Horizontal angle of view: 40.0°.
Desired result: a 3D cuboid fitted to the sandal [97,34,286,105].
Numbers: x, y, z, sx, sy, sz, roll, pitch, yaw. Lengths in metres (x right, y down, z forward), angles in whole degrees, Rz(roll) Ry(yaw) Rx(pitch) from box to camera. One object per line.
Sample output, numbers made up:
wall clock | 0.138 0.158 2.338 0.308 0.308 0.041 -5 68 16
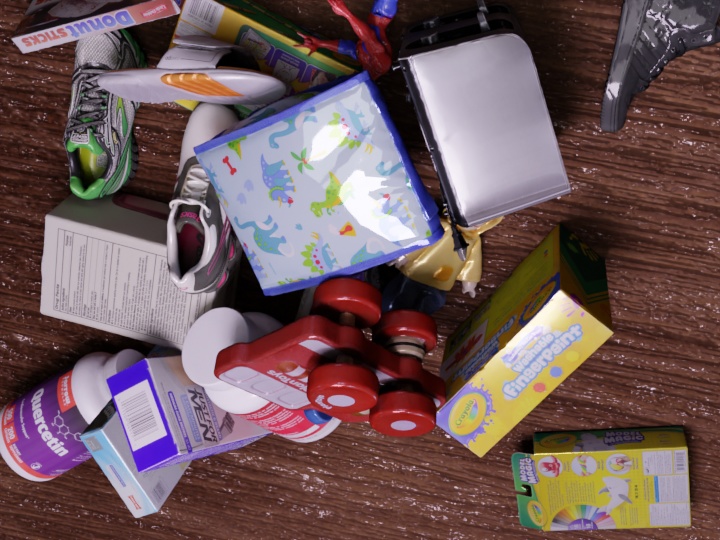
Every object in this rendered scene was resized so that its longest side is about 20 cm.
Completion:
sandal | -0.168 -0.201 0.963 0.206 0.079 0.060 6 83 24

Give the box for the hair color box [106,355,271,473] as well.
hair color box | -0.185 0.153 1.114 0.065 0.200 0.110 -26 78 20

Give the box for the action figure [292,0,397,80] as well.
action figure | 0.000 -0.263 0.936 0.099 0.065 0.201 12 100 -11

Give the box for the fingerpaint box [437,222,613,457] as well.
fingerpaint box | 0.169 0.071 1.038 0.073 0.167 0.200 37 116 -7

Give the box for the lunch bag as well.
lunch bag | -0.031 -0.085 0.935 0.200 0.127 0.171 -13 111 43

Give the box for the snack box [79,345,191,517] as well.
snack box | -0.233 0.174 1.147 0.037 0.200 0.116 -20 110 26

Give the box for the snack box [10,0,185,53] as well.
snack box | -0.258 -0.268 0.996 0.199 0.072 0.024 -7 139 25

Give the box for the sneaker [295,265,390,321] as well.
sneaker | 0.000 0.000 1.097 0.099 0.070 0.201 21 123 -4

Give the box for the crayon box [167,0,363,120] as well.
crayon box | -0.100 -0.200 1.023 0.199 0.058 0.119 26 117 -2

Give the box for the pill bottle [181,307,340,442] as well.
pill bottle | -0.102 0.113 1.090 0.112 0.113 0.200 -23 149 20

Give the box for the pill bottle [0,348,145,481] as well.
pill bottle | -0.345 0.173 1.219 0.200 0.113 0.113 -30 106 22

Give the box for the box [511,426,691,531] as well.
box | 0.282 0.248 1.167 0.199 0.048 0.118 -5 114 11

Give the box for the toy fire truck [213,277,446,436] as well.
toy fire truck | -0.021 0.102 0.972 0.168 0.113 0.200 -23 141 38

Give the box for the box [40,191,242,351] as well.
box | -0.244 -0.003 1.117 0.199 0.109 0.128 15 117 4

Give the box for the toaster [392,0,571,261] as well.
toaster | 0.116 -0.146 0.935 0.118 0.181 0.201 -16 110 13

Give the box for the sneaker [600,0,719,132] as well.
sneaker | 0.294 -0.221 0.934 0.104 0.060 0.201 12 113 11

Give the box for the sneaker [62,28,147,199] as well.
sneaker | -0.276 -0.168 1.058 0.078 0.085 0.201 8 116 7

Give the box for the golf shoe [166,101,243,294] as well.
golf shoe | -0.153 -0.075 0.991 0.077 0.088 0.201 5 92 6

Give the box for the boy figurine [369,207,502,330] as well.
boy figurine | 0.089 -0.008 1.061 0.124 0.064 0.200 27 104 -35
